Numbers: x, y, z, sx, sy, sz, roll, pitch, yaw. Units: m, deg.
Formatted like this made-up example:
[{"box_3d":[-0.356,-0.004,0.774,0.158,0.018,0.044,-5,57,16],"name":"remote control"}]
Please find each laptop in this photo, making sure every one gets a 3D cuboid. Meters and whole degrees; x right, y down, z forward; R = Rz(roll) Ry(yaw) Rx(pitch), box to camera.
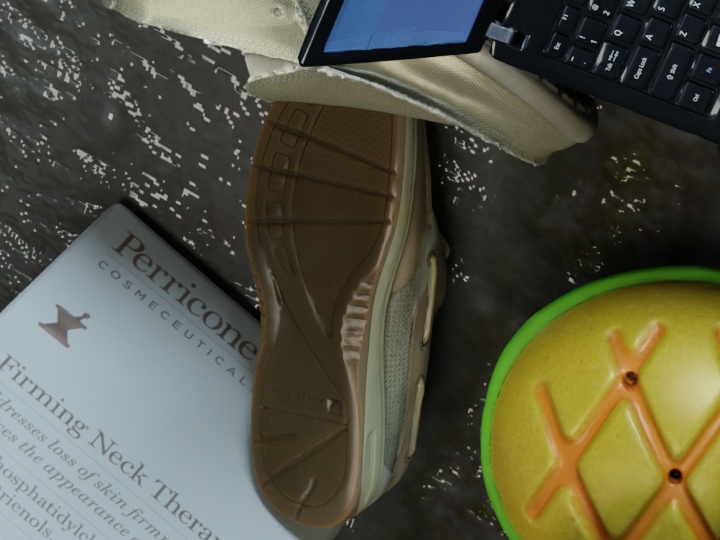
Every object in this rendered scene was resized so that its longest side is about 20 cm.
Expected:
[{"box_3d":[0.101,-0.121,0.771,0.199,0.103,0.178,20,109,-12],"name":"laptop"}]

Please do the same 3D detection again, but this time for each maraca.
[{"box_3d":[0.143,0.068,0.957,0.198,0.107,0.138,5,102,12],"name":"maraca"}]

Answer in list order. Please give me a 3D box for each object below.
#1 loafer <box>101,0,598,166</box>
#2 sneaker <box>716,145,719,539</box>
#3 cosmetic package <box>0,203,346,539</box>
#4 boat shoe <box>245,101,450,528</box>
[{"box_3d":[-0.008,-0.089,0.936,0.199,0.076,0.069,28,115,-4],"name":"loafer"},{"box_3d":[0.156,0.006,0.892,0.115,0.076,0.201,35,91,20],"name":"sneaker"},{"box_3d":[-0.123,0.118,1.083,0.167,0.200,0.167,40,133,0],"name":"cosmetic package"},{"box_3d":[0.000,0.000,1.023,0.072,0.065,0.202,14,109,32],"name":"boat shoe"}]
